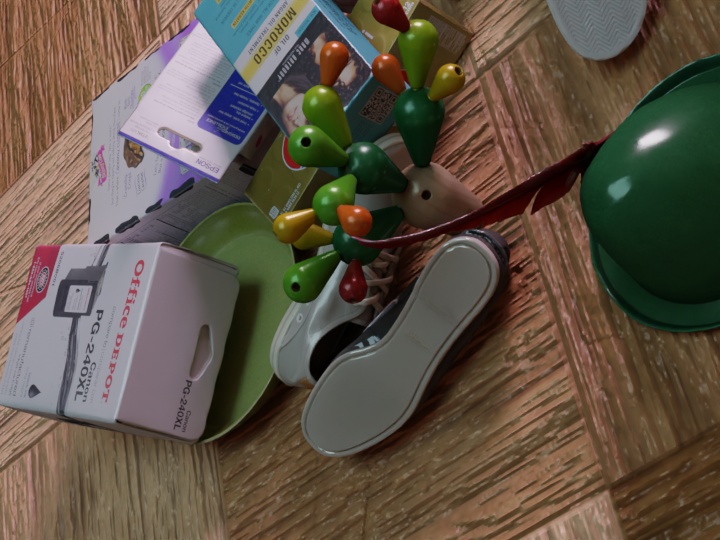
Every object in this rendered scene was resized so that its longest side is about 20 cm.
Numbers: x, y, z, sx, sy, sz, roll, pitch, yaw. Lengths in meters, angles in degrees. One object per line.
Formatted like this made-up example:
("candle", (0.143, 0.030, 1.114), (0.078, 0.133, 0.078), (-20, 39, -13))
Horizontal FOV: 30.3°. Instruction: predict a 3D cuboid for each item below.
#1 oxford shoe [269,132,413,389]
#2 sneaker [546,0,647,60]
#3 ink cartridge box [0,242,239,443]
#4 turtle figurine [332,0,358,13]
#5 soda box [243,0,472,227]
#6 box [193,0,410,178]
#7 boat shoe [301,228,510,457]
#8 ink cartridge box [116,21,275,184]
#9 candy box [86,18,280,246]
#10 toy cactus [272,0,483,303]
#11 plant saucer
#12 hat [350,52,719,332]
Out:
("oxford shoe", (0.000, 0.000, 0.950), (0.058, 0.075, 0.201), (33, 101, 44))
("sneaker", (0.144, -0.238, 0.905), (0.073, 0.116, 0.202), (-13, 91, 4))
("ink cartridge box", (-0.202, 0.056, 1.090), (0.199, 0.083, 0.147), (-1, 73, 48))
("turtle figurine", (-0.002, -0.276, 1.002), (0.199, 0.064, 0.162), (36, 140, 24))
("soda box", (-0.004, -0.118, 1.011), (0.201, 0.064, 0.068), (-57, 42, 11))
("box", (-0.046, -0.160, 0.980), (0.082, 0.049, 0.200), (-51, 50, 17))
("boat shoe", (0.036, 0.052, 0.909), (0.067, 0.057, 0.200), (44, 115, 10))
("ink cartridge box", (-0.102, -0.156, 1.068), (0.094, 0.037, 0.201), (26, 62, 12))
("candy box", (-0.155, -0.114, 1.171), (0.199, 0.071, 0.169), (-28, 54, 37))
("toy cactus", (0.025, -0.063, 0.876), (0.102, 0.164, 0.202), (13, 83, 49))
("plant saucer", (-0.108, 0.045, 1.079), (0.199, 0.031, 0.202), (-22, 58, 41))
("hat", (0.142, -0.061, 0.735), (0.165, 0.175, 0.201), (25, 92, 50))
